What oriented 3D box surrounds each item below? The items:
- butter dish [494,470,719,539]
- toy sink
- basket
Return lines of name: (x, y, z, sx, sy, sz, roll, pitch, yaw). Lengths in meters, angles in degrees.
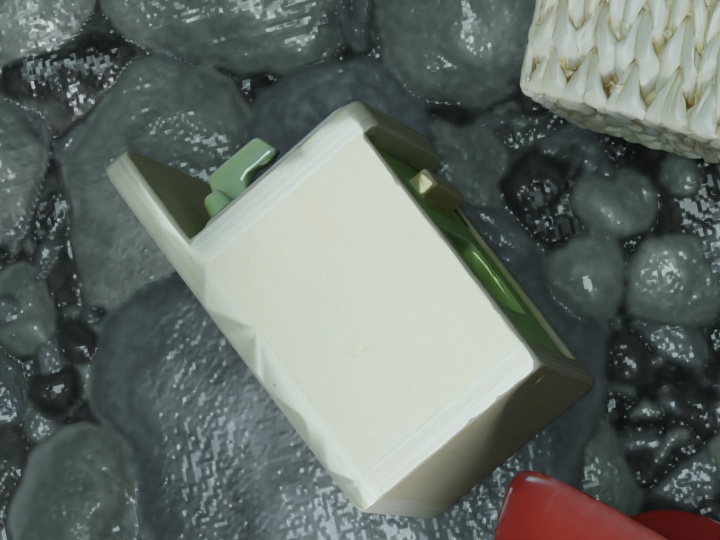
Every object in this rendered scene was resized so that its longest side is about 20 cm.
butter dish: (0.159, 0.185, 1.216, 0.199, 0.147, 0.201, 27, 125, 33)
toy sink: (0.000, 0.000, 1.284, 0.112, 0.130, 0.200, -40, 74, 8)
basket: (0.159, -0.148, 1.255, 0.123, 0.135, 0.202, 13, 88, 20)
